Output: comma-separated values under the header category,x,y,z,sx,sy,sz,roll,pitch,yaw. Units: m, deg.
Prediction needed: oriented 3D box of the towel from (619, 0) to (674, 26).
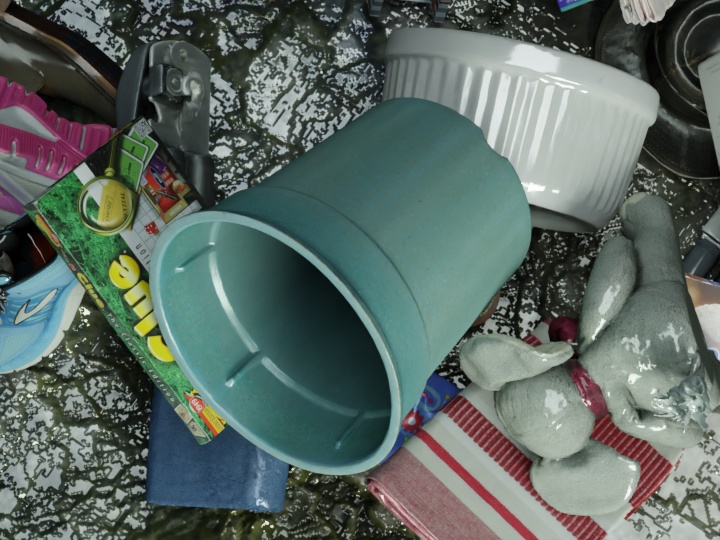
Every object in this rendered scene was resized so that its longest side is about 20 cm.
category,x,y,z,sx,sy,sz,roll,pitch,yaw
towel,0.191,-0.292,1.682,0.032,0.200,0.191,-18,108,30

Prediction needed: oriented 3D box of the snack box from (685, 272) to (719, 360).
category,x,y,z,sx,sy,sz,roll,pitch,yaw
snack box,0.279,0.053,1.684,0.200,0.024,0.072,16,98,-16

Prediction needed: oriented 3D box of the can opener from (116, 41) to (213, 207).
category,x,y,z,sx,sy,sz,roll,pitch,yaw
can opener,-0.139,-0.064,1.639,0.053,0.067,0.200,12,76,-43

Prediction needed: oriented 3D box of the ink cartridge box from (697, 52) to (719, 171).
category,x,y,z,sx,sy,sz,roll,pitch,yaw
ink cartridge box,0.323,-0.065,1.656,0.117,0.067,0.200,-10,85,-19

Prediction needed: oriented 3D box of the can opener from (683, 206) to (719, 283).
category,x,y,z,sx,sy,sz,roll,pitch,yaw
can opener,0.262,-0.001,1.708,0.053,0.067,0.200,38,78,4

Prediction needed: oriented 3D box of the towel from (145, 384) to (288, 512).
category,x,y,z,sx,sy,sz,roll,pitch,yaw
towel,-0.090,0.071,1.645,0.111,0.049,0.200,3,80,27

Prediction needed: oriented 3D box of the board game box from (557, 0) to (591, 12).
category,x,y,z,sx,sy,sz,roll,pitch,yaw
board game box,0.151,-0.302,1.699,0.045,0.152,0.200,-18,100,28

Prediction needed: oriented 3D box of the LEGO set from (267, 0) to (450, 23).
category,x,y,z,sx,sy,sz,roll,pitch,yaw
LEGO set,-0.005,-0.259,1.737,0.200,0.116,0.154,-2,48,-19

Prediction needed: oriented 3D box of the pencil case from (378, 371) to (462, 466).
category,x,y,z,sx,sy,sz,roll,pitch,yaw
pencil case,0.046,0.110,1.660,0.200,0.078,0.087,32,86,2

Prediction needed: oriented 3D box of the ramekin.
category,x,y,z,sx,sy,sz,roll,pitch,yaw
ramekin,0.105,-0.095,1.655,0.200,0.200,0.105,13,87,-2

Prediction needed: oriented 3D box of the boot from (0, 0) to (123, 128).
category,x,y,z,sx,sy,sz,roll,pitch,yaw
boot,-0.245,-0.139,1.708,0.200,0.075,0.097,39,101,-4

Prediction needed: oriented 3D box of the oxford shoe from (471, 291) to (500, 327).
category,x,y,z,sx,sy,sz,roll,pitch,yaw
oxford shoe,0.000,0.000,1.677,0.200,0.074,0.071,1,79,6

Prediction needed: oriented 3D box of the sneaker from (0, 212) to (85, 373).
category,x,y,z,sx,sy,sz,roll,pitch,yaw
sneaker,-0.237,0.000,1.614,0.090,0.200,0.078,2,52,-45

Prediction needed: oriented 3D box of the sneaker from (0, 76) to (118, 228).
category,x,y,z,sx,sy,sz,roll,pitch,yaw
sneaker,-0.217,-0.064,1.680,0.200,0.088,0.081,29,47,-17

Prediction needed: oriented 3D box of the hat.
category,x,y,z,sx,sy,sz,roll,pitch,yaw
hat,0.279,-0.169,1.739,0.200,0.081,0.201,1,76,-4

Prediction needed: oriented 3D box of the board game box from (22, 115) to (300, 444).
category,x,y,z,sx,sy,sz,roll,pitch,yaw
board game box,-0.127,0.006,1.561,0.105,0.023,0.200,-42,103,-25

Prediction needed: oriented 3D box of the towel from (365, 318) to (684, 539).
category,x,y,z,sx,sy,sz,roll,pitch,yaw
towel,0.117,0.137,1.610,0.144,0.023,0.200,44,57,11

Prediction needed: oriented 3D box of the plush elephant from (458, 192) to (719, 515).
category,x,y,z,sx,sy,sz,roll,pitch,yaw
plush elephant,0.157,0.070,1.574,0.155,0.200,0.165,-17,111,13

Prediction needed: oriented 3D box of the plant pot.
category,x,y,z,sx,sy,sz,roll,pitch,yaw
plant pot,0.000,-0.003,1.524,0.200,0.200,0.196,44,52,5
